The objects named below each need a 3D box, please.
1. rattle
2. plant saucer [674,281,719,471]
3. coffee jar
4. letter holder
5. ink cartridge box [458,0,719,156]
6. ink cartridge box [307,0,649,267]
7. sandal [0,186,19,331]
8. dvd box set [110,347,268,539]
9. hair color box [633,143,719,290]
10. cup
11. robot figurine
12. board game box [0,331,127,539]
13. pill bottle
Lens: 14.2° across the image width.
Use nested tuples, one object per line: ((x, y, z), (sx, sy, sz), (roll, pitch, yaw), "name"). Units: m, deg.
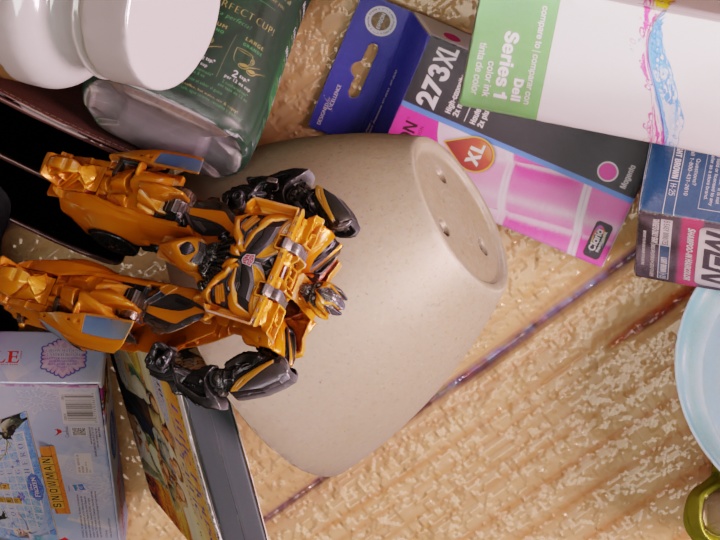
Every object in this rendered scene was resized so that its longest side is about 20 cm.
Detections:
((0.297, 0.107, 1.741), (0.200, 0.130, 0.143), (-4, 66, 19), "rattle")
((0.285, 0.061, 1.698), (0.200, 0.200, 0.027), (4, 155, 5), "plant saucer")
((-0.074, -0.160, 1.639), (0.104, 0.085, 0.200), (25, 68, -1), "coffee jar")
((-0.212, -0.086, 1.700), (0.200, 0.142, 0.101), (27, 111, -4), "letter holder")
((0.164, -0.132, 1.636), (0.200, 0.145, 0.084), (12, 112, 2), "ink cartridge box")
((0.074, -0.084, 1.725), (0.200, 0.037, 0.095), (24, 112, 0), "ink cartridge box")
((-0.248, 0.002, 1.738), (0.076, 0.043, 0.200), (20, 150, 9), "sandal")
((-0.106, 0.099, 1.729), (0.029, 0.200, 0.147), (-19, 109, -14), "dvd box set")
((0.262, -0.024, 1.669), (0.200, 0.100, 0.061), (9, 68, 8), "hair color box")
((0.000, 0.000, 1.668), (0.143, 0.200, 0.200), (-28, 105, 21), "cup")
((-0.098, -0.002, 1.570), (0.200, 0.145, 0.058), (10, 158, 31), "robot figurine")
((-0.249, 0.110, 1.770), (0.199, 0.041, 0.200), (1, 142, 0), "board game box")
((-0.181, -0.159, 1.547), (0.200, 0.114, 0.115), (15, 113, 28), "pill bottle")
